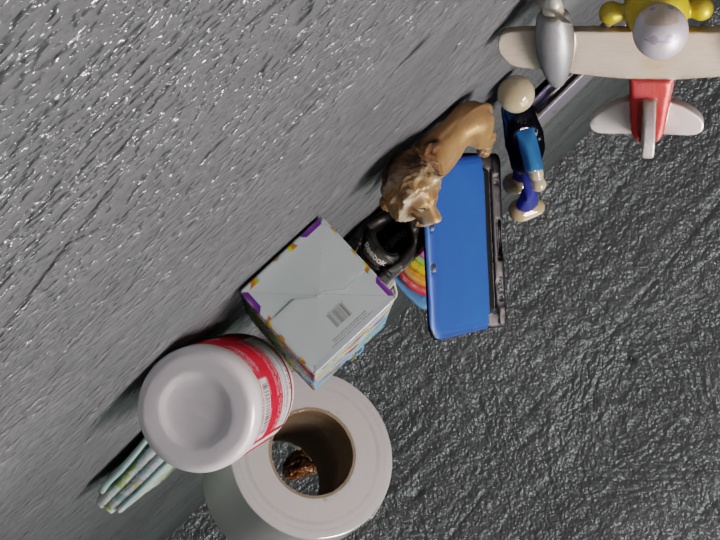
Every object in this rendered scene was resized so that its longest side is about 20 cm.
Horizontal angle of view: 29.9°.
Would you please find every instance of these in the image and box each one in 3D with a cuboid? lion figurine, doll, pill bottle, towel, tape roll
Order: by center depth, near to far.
[{"bbox_3d":[-0.126,0.118,1.264,0.112,0.112,0.200,-44,174,9],"label":"pill bottle"},{"bbox_3d":[0.079,-0.113,1.294,0.201,0.072,0.123,-56,173,-27],"label":"lion figurine"},{"bbox_3d":[0.178,-0.138,1.475,0.048,0.137,0.201,-10,144,2],"label":"doll"},{"bbox_3d":[-0.210,0.188,1.557,0.200,0.048,0.171,-44,178,10],"label":"towel"},{"bbox_3d":[-0.077,0.235,1.610,0.202,0.203,0.139,-40,175,-30],"label":"tape roll"}]

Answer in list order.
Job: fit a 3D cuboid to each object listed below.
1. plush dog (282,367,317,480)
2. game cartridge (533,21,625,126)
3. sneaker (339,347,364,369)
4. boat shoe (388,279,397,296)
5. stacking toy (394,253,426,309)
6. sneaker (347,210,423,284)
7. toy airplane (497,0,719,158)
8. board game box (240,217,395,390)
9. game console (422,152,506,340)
[{"bbox_3d":[-0.077,0.185,1.804,0.160,0.172,0.200,-38,172,-46],"label":"plush dog"},{"bbox_3d":[0.281,-0.258,1.758,0.200,0.038,0.130,-45,178,11],"label":"game cartridge"},{"bbox_3d":[-0.040,0.087,1.778,0.074,0.082,0.200,-50,173,10],"label":"sneaker"},{"bbox_3d":[0.020,0.026,1.852,0.072,0.066,0.200,-43,174,0],"label":"boat shoe"},{"bbox_3d":[0.104,-0.039,1.885,0.116,0.110,0.200,-39,163,-15],"label":"stacking toy"},{"bbox_3d":[0.000,0.000,1.487,0.200,0.071,0.098,-45,175,-1],"label":"sneaker"},{"bbox_3d":[0.244,-0.190,1.125,0.200,0.199,0.141,-43,-175,16],"label":"toy airplane"},{"bbox_3d":[-0.042,0.038,1.301,0.105,0.103,0.200,-42,174,-8],"label":"board game box"},{"bbox_3d":[0.101,-0.033,1.554,0.117,0.202,0.171,-4,-174,-16],"label":"game console"}]
